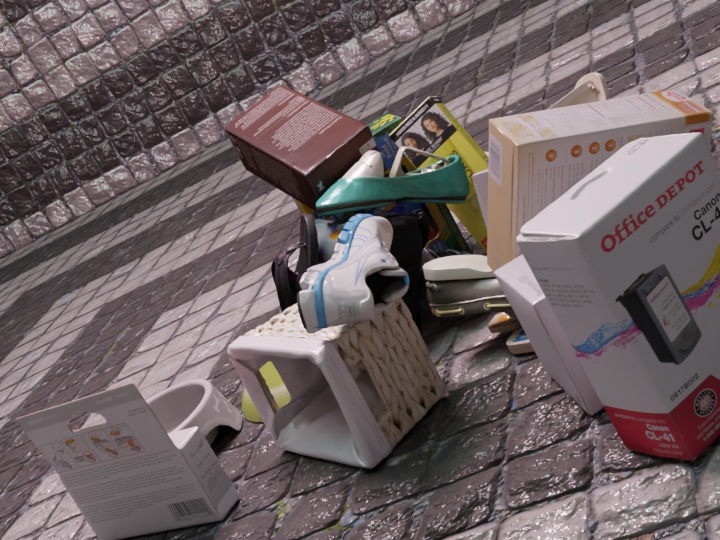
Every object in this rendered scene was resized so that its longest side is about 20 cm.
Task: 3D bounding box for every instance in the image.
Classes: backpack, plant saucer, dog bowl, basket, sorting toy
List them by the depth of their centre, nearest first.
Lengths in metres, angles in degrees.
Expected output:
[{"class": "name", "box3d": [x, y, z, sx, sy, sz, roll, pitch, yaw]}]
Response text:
[{"class": "basket", "box3d": [-0.024, 0.106, 1.229, 0.123, 0.137, 0.199, -35, 17, -28]}, {"class": "backpack", "box3d": [0.000, 0.000, 1.392, 0.125, 0.169, 0.200, 10, 3, -16]}, {"class": "dog bowl", "box3d": [-0.240, 0.206, 1.441, 0.198, 0.059, 0.200, -29, 16, 9]}, {"class": "plant saucer", "box3d": [-0.067, 0.111, 1.462, 0.198, 0.031, 0.200, -28, 16, 9]}, {"class": "sorting toy", "box3d": [0.234, -0.158, 1.612, 0.199, 0.108, 0.180, -36, 10, -17]}]

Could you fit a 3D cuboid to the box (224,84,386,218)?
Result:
[{"class": "box", "box3d": [-0.069, -0.148, 1.447, 0.100, 0.075, 0.199, -39, 37, -15]}]

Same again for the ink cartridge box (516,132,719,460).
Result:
[{"class": "ink cartridge box", "box3d": [0.231, 0.019, 0.913, 0.147, 0.201, 0.085, -37, 18, -21]}]

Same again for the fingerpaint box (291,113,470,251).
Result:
[{"class": "fingerpaint box", "box3d": [0.021, -0.070, 1.531, 0.166, 0.202, 0.073, -31, 17, -6]}]

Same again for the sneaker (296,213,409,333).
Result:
[{"class": "sneaker", "box3d": [0.012, 0.004, 1.159, 0.085, 0.076, 0.200, -1, 26, 20]}]

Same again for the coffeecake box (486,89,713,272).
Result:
[{"class": "coffeecake box", "box3d": [0.224, -0.075, 1.134, 0.197, 0.156, 0.073, -10, 29, -14]}]

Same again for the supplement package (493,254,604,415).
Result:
[{"class": "supplement package", "box3d": [0.241, 0.011, 1.057, 0.199, 0.121, 0.121, -32, 17, -2]}]

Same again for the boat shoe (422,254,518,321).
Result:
[{"class": "boat shoe", "box3d": [0.160, 0.020, 1.214, 0.199, 0.061, 0.072, 1, 15, 27]}]

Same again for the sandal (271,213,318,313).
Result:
[{"class": "sandal", "box3d": [-0.079, 0.029, 1.357, 0.047, 0.203, 0.076, -1, 36, -16]}]

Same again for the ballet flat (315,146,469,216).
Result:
[{"class": "ballet flat", "box3d": [0.034, -0.105, 1.369, 0.197, 0.072, 0.067, -7, 4, -25]}]

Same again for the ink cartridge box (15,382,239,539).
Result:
[{"class": "ink cartridge box", "box3d": [-0.248, 0.198, 1.269, 0.198, 0.178, 0.045, -18, 20, 36]}]

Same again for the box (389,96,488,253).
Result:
[{"class": "box", "box3d": [0.126, -0.111, 1.442, 0.075, 0.201, 0.050, -40, -4, 18]}]

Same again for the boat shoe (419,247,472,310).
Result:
[{"class": "boat shoe", "box3d": [0.108, 0.011, 1.404, 0.070, 0.073, 0.200, -14, 16, -13]}]

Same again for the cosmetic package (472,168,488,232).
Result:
[{"class": "cosmetic package", "box3d": [0.223, -0.087, 1.312, 0.090, 0.108, 0.199, -15, 4, 43]}]

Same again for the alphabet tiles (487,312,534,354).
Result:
[{"class": "alphabet tiles", "box3d": [0.231, 0.020, 1.235, 0.194, 0.015, 0.200, -14, 24, 44]}]
